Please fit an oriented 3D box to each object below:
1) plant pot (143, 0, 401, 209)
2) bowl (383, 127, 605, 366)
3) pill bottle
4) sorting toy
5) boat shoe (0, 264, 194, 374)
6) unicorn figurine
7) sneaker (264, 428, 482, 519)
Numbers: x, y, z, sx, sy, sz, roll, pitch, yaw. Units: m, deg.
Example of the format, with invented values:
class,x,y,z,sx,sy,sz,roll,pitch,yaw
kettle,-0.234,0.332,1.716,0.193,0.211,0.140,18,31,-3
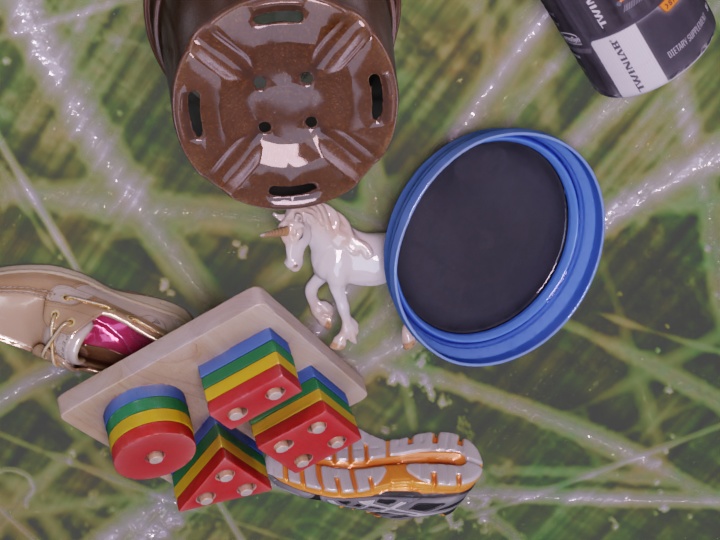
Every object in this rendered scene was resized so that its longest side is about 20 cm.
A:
class,x,y,z,sx,sy,sz,roll,pitch,yaw
plant pot,-0.056,-0.153,0.934,0.198,0.199,0.202,-3,120,-6
bowl,0.108,-0.021,1.085,0.199,0.039,0.203,-10,114,-24
pill bottle,0.172,-0.234,0.969,0.106,0.107,0.200,-33,118,12
sorting toy,-0.113,0.127,1.110,0.198,0.070,0.200,-29,144,12
boat shoe,-0.233,0.049,1.099,0.198,0.069,0.074,10,118,-12
unicorn figurine,0.000,0.000,1.108,0.198,0.074,0.139,-10,121,-20
sneaker,0.009,0.193,1.210,0.198,0.079,0.078,6,137,-3
